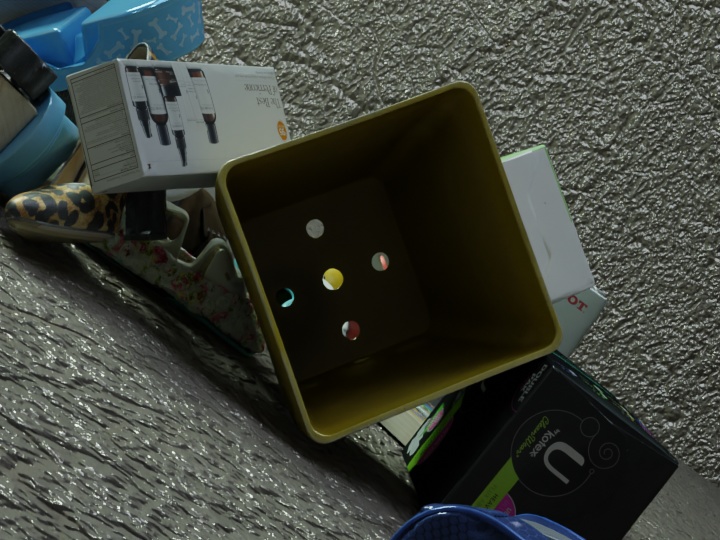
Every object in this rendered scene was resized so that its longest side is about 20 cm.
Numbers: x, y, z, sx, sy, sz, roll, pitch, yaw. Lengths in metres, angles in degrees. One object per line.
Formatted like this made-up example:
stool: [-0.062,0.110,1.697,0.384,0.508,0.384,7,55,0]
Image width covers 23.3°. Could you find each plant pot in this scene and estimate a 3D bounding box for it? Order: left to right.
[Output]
plant pot: [0.000,0.000,1.284,0.202,0.198,0.176,70,-17,0]

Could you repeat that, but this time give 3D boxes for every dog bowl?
dog bowl: [-0.213,-0.183,1.390,0.112,0.198,0.050,-60,136,-61]

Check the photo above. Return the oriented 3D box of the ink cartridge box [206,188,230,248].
ink cartridge box: [-0.186,-0.114,1.848,0.146,0.083,0.200,34,7,-23]

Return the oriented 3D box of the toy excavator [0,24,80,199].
toy excavator: [-0.254,-0.097,1.297,0.194,0.100,0.200,39,-8,50]

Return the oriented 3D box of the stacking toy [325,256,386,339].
stacking toy: [-0.007,0.024,1.660,0.198,0.148,0.146,8,6,0]

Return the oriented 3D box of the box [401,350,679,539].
box: [0.128,0.141,1.313,0.124,0.149,0.200,37,5,-9]

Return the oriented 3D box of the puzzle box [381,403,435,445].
puzzle box: [0.051,0.135,1.547,0.200,0.026,0.133,41,6,37]

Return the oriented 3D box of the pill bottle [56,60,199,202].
pill bottle: [-0.204,-0.126,1.470,0.113,0.115,0.199,33,-9,-34]

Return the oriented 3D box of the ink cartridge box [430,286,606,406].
ink cartridge box: [0.141,0.065,1.797,0.145,0.201,0.145,37,5,5]

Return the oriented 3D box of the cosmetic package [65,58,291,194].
cosmetic package: [-0.120,-0.102,1.233,0.199,0.050,0.084,-10,87,-61]

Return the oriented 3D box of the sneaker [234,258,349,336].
sneaker: [-0.073,0.015,1.546,0.079,0.078,0.200,23,11,-29]

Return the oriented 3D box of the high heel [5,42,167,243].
high heel: [-0.191,-0.091,1.212,0.071,0.144,0.200,1,2,22]

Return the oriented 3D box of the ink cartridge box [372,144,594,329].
ink cartridge box: [0.085,-0.016,1.378,0.199,0.067,0.118,-18,-88,59]

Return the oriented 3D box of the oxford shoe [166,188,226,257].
oxford shoe: [-0.149,-0.040,1.525,0.085,0.073,0.200,49,10,-2]

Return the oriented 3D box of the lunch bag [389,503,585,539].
lunch bag: [0.070,0.178,0.650,0.199,0.136,0.132,38,5,25]

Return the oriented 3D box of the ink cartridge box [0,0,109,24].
ink cartridge box: [-0.302,-0.236,1.489,0.148,0.198,0.077,25,49,-60]

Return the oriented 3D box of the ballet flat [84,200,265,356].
ballet flat: [-0.140,-0.010,1.337,0.199,0.064,0.076,36,7,-19]
